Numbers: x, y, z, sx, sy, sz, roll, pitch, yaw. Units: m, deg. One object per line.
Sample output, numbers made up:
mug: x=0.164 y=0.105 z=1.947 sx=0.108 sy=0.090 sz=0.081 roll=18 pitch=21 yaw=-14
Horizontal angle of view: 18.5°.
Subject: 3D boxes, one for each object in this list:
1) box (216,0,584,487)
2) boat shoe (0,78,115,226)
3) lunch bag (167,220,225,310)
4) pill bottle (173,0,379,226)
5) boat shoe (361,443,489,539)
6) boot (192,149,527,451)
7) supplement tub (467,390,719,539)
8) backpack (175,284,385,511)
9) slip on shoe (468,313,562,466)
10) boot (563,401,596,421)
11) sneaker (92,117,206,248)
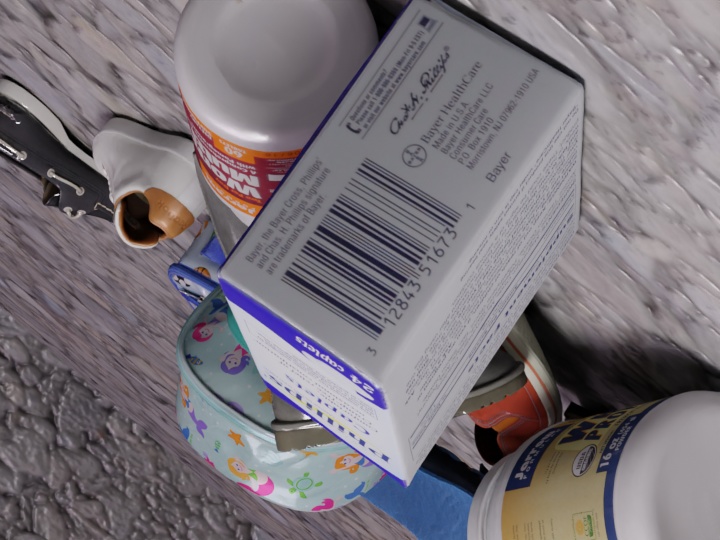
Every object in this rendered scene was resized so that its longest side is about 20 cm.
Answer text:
box: x=0.027 y=-0.011 z=1.149 sx=0.104 sy=0.185 sz=0.200 roll=32 pitch=166 yaw=15
boat shoe: x=-0.260 y=-0.082 z=1.935 sx=0.200 sy=0.061 sz=0.074 roll=45 pitch=164 yaw=-31
lunch bag: x=-0.069 y=0.043 z=1.842 sx=0.199 sy=0.076 sz=0.161 roll=27 pitch=162 yaw=34
pill bottle: x=-0.042 y=-0.089 z=1.229 sx=0.109 sy=0.110 sz=0.200 roll=34 pitch=167 yaw=10
boat shoe: x=0.073 y=0.155 z=1.526 sx=0.200 sy=0.068 sz=0.085 roll=41 pitch=129 yaw=32
boot: x=0.001 y=0.000 z=1.377 sx=0.073 sy=0.180 sz=0.202 roll=-171 pitch=70 yaw=-82
supplement tub: x=0.168 y=0.158 z=1.372 sx=0.144 sy=0.145 sz=0.200 roll=40 pitch=152 yaw=-16
backpack: x=-0.027 y=0.056 z=1.501 sx=0.177 sy=0.200 sz=0.151 roll=33 pitch=147 yaw=19
slip on shoe: x=0.097 y=0.079 z=1.491 sx=0.200 sy=0.061 sz=0.075 roll=76 pitch=172 yaw=-61
boot: x=0.164 y=0.196 z=1.607 sx=0.077 sy=0.139 sz=0.200 roll=29 pitch=163 yaw=39
sneaker: x=-0.177 y=-0.066 z=1.728 sx=0.073 sy=0.085 sz=0.200 roll=40 pitch=168 yaw=-24
